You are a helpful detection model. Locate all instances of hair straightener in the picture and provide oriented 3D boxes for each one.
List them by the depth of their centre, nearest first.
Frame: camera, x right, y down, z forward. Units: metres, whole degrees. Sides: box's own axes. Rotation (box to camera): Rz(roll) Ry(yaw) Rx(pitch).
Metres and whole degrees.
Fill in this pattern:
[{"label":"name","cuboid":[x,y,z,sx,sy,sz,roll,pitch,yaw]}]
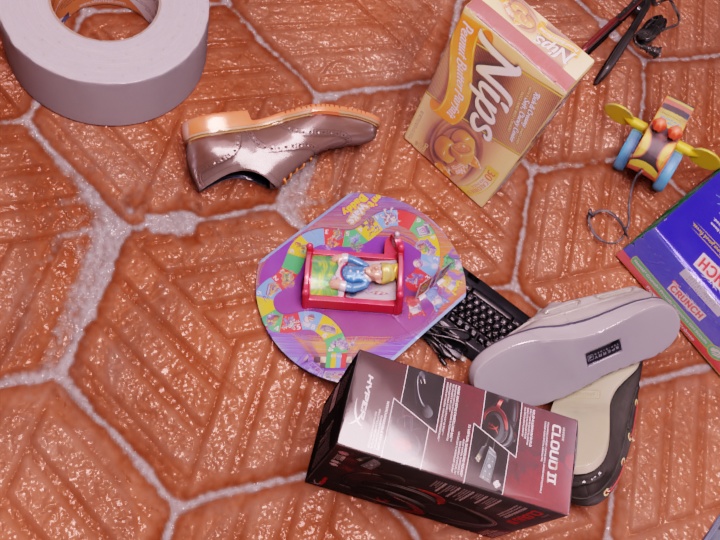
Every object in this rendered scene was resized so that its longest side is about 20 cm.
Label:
[{"label":"hair straightener","cuboid":[0.340,-0.287,0.962,0.077,0.041,0.200,42,58,7]}]

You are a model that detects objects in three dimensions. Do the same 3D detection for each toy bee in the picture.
[{"label":"toy bee","cuboid":[0.325,-0.131,0.833,0.128,0.109,0.203,13,57,1]}]

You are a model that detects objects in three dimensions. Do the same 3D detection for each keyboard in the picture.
[{"label":"keyboard","cuboid":[0.091,0.036,0.737,0.198,0.040,0.105,35,61,4]}]

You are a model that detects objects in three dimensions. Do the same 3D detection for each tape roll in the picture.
[{"label":"tape roll","cuboid":[-0.249,-0.245,0.762,0.196,0.066,0.204,6,64,-13]}]

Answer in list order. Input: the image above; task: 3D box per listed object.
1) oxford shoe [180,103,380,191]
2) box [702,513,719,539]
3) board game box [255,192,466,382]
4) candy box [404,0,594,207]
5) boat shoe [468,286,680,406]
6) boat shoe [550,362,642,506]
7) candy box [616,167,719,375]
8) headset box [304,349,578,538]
[{"label":"oxford shoe","cuboid":[-0.072,-0.117,0.759,0.196,0.071,0.075,-9,87,-14]},{"label":"box","cuboid":[0.379,0.204,0.680,0.038,0.137,0.199,45,62,10]},{"label":"board game box","cuboid":[0.000,0.000,0.707,0.199,0.039,0.158,-37,69,-22]},{"label":"candy box","cuboid":[0.123,-0.160,0.746,0.115,0.201,0.055,42,62,7]},{"label":"boat shoe","cuboid":[0.187,0.062,0.711,0.196,0.072,0.070,-21,26,-4]},{"label":"boat shoe","cuboid":[0.221,0.121,0.722,0.072,0.064,0.203,0,41,32]},{"label":"candy box","cuboid":[0.401,-0.015,0.823,0.198,0.077,0.170,-33,79,-27]},{"label":"headset box","cuboid":[0.067,0.147,0.615,0.196,0.149,0.076,18,63,-6]}]
